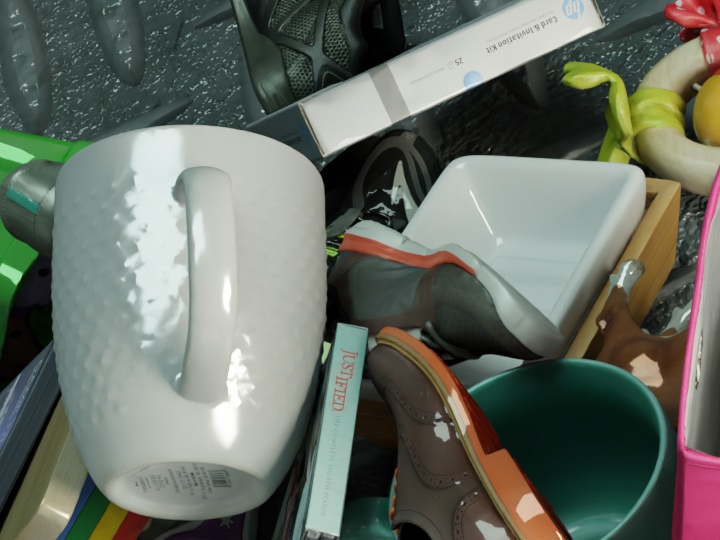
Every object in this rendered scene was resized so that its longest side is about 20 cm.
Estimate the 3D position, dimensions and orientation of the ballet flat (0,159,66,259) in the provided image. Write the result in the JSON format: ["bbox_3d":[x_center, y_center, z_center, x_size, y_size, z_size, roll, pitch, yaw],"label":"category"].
[{"bbox_3d":[-0.149,-0.034,1.601,0.064,0.200,0.068,25,93,21],"label":"ballet flat"}]

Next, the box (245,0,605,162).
[{"bbox_3d":[0.037,-0.122,1.718,0.200,0.041,0.156,-27,4,-15],"label":"box"}]

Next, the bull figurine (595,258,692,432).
[{"bbox_3d":[0.215,0.046,1.467,0.199,0.065,0.122,-5,47,18],"label":"bull figurine"}]

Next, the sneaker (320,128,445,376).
[{"bbox_3d":[0.000,0.000,1.636,0.071,0.083,0.200,16,67,23],"label":"sneaker"}]

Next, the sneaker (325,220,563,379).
[{"bbox_3d":[0.036,0.033,1.480,0.082,0.077,0.200,-53,26,-10],"label":"sneaker"}]

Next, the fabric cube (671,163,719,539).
[{"bbox_3d":[0.249,0.086,1.258,0.199,0.200,0.197,7,48,10],"label":"fabric cube"}]

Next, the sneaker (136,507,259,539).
[{"bbox_3d":[-0.095,0.155,1.573,0.100,0.075,0.200,-38,27,62],"label":"sneaker"}]

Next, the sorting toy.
[{"bbox_3d":[-0.160,0.121,1.567,0.199,0.069,0.200,-50,16,46],"label":"sorting toy"}]

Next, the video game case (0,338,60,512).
[{"bbox_3d":[-0.233,0.130,1.616,0.200,0.019,0.143,-38,24,56],"label":"video game case"}]

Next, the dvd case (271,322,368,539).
[{"bbox_3d":[-0.032,0.146,1.441,0.022,0.200,0.146,14,44,-5],"label":"dvd case"}]

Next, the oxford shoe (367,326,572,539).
[{"bbox_3d":[0.036,0.098,1.349,0.072,0.071,0.200,-37,37,2],"label":"oxford shoe"}]

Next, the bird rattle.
[{"bbox_3d":[0.221,-0.103,1.655,0.200,0.113,0.163,-33,47,-26],"label":"bird rattle"}]

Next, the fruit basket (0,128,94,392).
[{"bbox_3d":[-0.185,0.017,1.713,0.215,0.216,0.156,0,46,34],"label":"fruit basket"}]

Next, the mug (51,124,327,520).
[{"bbox_3d":[-0.087,0.024,1.414,0.147,0.200,0.176,3,65,-8],"label":"mug"}]

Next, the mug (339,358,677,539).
[{"bbox_3d":[0.094,0.136,1.418,0.185,0.115,0.152,15,56,44],"label":"mug"}]

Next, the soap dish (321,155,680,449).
[{"bbox_3d":[0.085,0.025,1.578,0.157,0.081,0.200,5,49,37],"label":"soap dish"}]

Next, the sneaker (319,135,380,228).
[{"bbox_3d":[-0.035,-0.022,1.703,0.076,0.091,0.200,4,46,37],"label":"sneaker"}]

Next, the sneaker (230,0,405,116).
[{"bbox_3d":[-0.030,-0.179,1.896,0.114,0.076,0.200,-24,40,4],"label":"sneaker"}]
